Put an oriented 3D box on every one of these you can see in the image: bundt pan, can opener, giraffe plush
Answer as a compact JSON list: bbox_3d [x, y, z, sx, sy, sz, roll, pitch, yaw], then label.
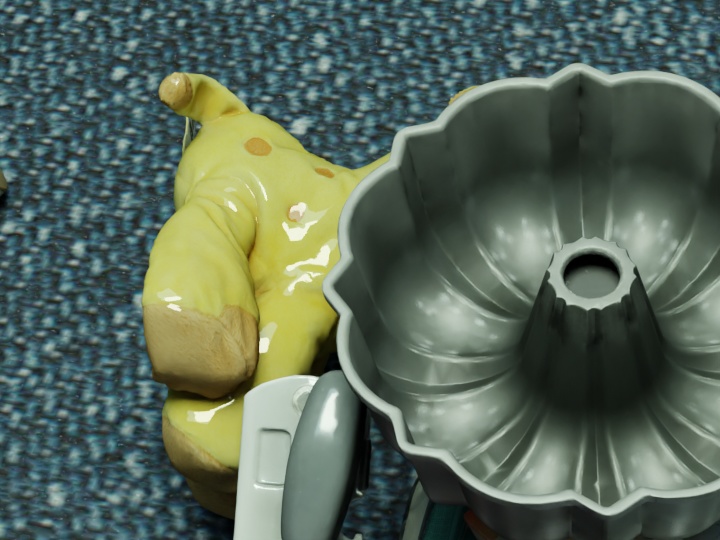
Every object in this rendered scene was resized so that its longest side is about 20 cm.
[{"bbox_3d":[0.089,0.022,0.819,0.200,0.076,0.203,-4,54,5],"label":"bundt pan"},{"bbox_3d":[-0.029,0.138,0.843,0.052,0.066,0.202,4,90,8],"label":"can opener"},{"bbox_3d":[0.000,0.000,0.939,0.161,0.173,0.202,-2,66,5],"label":"giraffe plush"}]

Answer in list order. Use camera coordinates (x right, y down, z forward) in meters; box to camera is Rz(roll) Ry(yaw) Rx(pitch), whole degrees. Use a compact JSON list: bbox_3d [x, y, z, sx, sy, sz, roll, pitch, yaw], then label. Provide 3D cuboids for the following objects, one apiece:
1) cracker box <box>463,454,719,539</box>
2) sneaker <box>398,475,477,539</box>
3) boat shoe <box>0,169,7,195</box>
[{"bbox_3d":[0.145,0.111,0.828,0.134,0.058,0.200,-38,29,-9],"label":"cracker box"},{"bbox_3d":[0.092,0.066,0.940,0.080,0.078,0.200,39,64,22],"label":"sneaker"},{"bbox_3d":[-0.266,-0.084,1.113,0.200,0.072,0.065,39,88,18],"label":"boat shoe"}]
